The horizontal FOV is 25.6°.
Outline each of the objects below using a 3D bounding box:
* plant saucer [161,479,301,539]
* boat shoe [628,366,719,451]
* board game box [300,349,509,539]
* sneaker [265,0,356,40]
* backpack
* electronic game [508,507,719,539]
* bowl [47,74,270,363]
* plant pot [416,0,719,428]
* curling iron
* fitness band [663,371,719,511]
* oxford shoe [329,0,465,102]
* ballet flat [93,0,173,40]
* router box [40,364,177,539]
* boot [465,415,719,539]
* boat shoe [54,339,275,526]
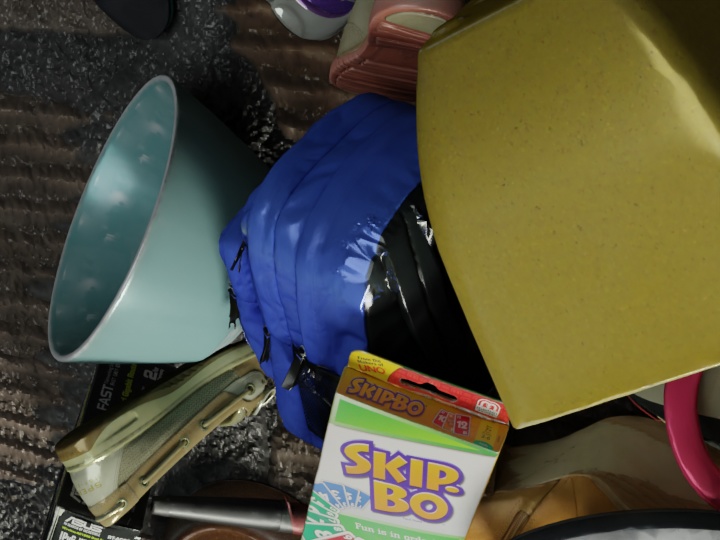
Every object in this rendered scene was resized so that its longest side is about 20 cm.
[{"bbox_3d":[-0.083,0.259,1.196,0.199,0.034,0.202,11,111,30],"label":"plant saucer"},{"bbox_3d":[0.238,0.079,0.921,0.200,0.063,0.074,25,88,16],"label":"boat shoe"},{"bbox_3d":[0.022,0.124,0.916,0.095,0.030,0.201,19,138,5],"label":"board game box"},{"bbox_3d":[-0.056,-0.245,1.017,0.083,0.081,0.201,-37,87,15],"label":"sneaker"},{"bbox_3d":[0.000,0.000,0.946,0.167,0.163,0.201,22,143,25],"label":"backpack"},{"bbox_3d":[0.163,0.177,0.890,0.199,0.199,0.042,-24,52,35],"label":"electronic game"},{"bbox_3d":[-0.122,-0.018,1.063,0.104,0.202,0.201,22,125,-22],"label":"bowl"},{"bbox_3d":[0.138,-0.071,0.828,0.193,0.196,0.201,-23,106,35],"label":"plant pot"},{"bbox_3d":[-0.043,0.165,1.078,0.198,0.050,0.026,8,74,-8],"label":"curling iron"},{"bbox_3d":[0.266,0.071,0.867,0.198,0.037,0.145,-8,80,13],"label":"fitness band"},{"bbox_3d":[0.028,-0.152,0.947,0.200,0.070,0.074,144,135,-73],"label":"oxford shoe"},{"bbox_3d":[-0.196,-0.249,1.096,0.073,0.073,0.201,-21,93,35],"label":"ballet flat"},{"bbox_3d":[-0.191,0.171,1.143,0.062,0.200,0.151,17,119,-9],"label":"router box"},{"bbox_3d":[0.134,0.154,0.959,0.200,0.071,0.145,13,138,12],"label":"boot"},{"bbox_3d":[-0.112,0.098,1.068,0.073,0.200,0.064,-22,96,47],"label":"boat shoe"}]
